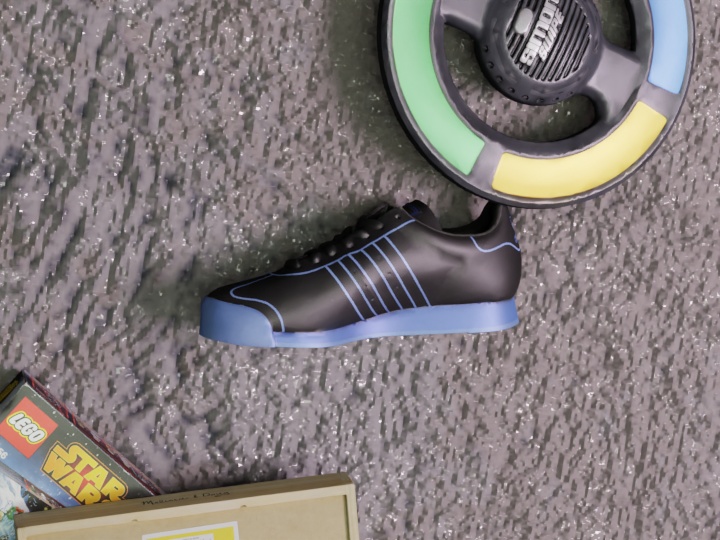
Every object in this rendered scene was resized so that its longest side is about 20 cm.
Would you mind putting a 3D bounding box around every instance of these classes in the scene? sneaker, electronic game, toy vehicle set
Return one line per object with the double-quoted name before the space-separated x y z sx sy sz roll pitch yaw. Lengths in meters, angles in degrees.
"sneaker" 0.000 0.000 1.130 0.198 0.070 0.079 -5 98 -19
"electronic game" 0.105 -0.137 1.130 0.198 0.042 0.203 -1 93 -15
"toy vehicle set" -0.096 0.192 1.118 0.198 0.027 0.126 -6 101 -13

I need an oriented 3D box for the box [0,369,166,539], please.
"box" -0.170 0.175 1.133 0.200 0.040 0.137 44 89 -16
